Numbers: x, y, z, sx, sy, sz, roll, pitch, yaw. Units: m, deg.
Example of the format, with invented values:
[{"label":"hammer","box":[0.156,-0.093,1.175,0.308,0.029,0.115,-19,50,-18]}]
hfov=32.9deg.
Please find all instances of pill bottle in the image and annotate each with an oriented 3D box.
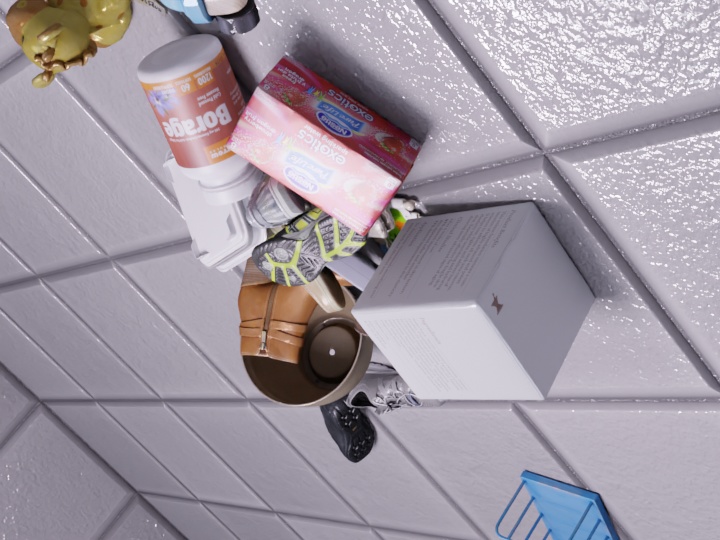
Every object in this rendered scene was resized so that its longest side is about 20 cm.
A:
[{"label":"pill bottle","box":[-0.196,-0.188,1.549,0.112,0.112,0.200,10,132,43]}]

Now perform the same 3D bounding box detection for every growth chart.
[{"label":"growth chart","box":[0.072,-0.027,1.613,0.145,0.018,0.200,-3,132,53]}]

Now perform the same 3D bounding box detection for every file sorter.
[{"label":"file sorter","box":[0.316,0.439,1.925,0.138,0.123,0.200,13,144,41]}]

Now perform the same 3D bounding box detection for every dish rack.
[{"label":"dish rack","box":[-0.212,-0.103,1.699,0.172,0.043,0.201,-27,82,55]}]

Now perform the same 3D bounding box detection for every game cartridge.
[{"label":"game cartridge","box":[0.000,0.000,1.624,0.200,0.042,0.133,35,-172,11]}]

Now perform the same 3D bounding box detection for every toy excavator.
[{"label":"toy excavator","box":[-0.207,-0.351,1.337,0.199,0.195,0.100,-1,142,11]}]

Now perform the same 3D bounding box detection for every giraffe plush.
[{"label":"giraffe plush","box":[-0.373,-0.316,1.541,0.200,0.162,0.173,24,150,26]}]

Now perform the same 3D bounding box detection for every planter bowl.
[{"label":"planter bowl","box":[-0.063,0.113,1.834,0.200,0.201,0.135,23,176,27]}]

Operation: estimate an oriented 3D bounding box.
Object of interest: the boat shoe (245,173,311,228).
[{"label":"boat shoe","box":[-0.106,-0.089,1.526,0.075,0.065,0.202,59,-176,-10]}]

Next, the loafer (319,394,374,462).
[{"label":"loafer","box":[-0.026,0.269,2.149,0.070,0.068,0.201,42,163,37]}]

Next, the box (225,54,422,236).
[{"label":"box","box":[-0.042,-0.146,1.428,0.200,0.096,0.100,33,129,-3]}]

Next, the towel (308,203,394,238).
[{"label":"towel","box":[-0.038,-0.128,1.557,0.132,0.034,0.200,9,135,43]}]

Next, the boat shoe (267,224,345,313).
[{"label":"boat shoe","box":[-0.096,-0.011,1.681,0.200,0.065,0.072,51,-171,18]}]

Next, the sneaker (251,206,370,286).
[{"label":"sneaker","box":[-0.055,-0.040,1.542,0.200,0.076,0.075,-20,117,38]}]

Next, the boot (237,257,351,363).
[{"label":"boot","box":[-0.084,0.056,1.750,0.199,0.155,0.074,2,173,26]}]

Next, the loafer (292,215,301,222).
[{"label":"loafer","box":[-0.145,-0.066,1.778,0.199,0.073,0.072,16,179,27]}]

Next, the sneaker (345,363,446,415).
[{"label":"sneaker","box":[0.058,0.199,1.909,0.200,0.082,0.075,-3,132,53]}]

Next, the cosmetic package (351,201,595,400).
[{"label":"cosmetic package","box":[0.134,0.041,1.455,0.200,0.168,0.166,-5,131,45]}]

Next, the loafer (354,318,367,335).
[{"label":"loafer","box":[0.067,0.101,1.664,0.200,0.071,0.073,20,-176,-39]}]
